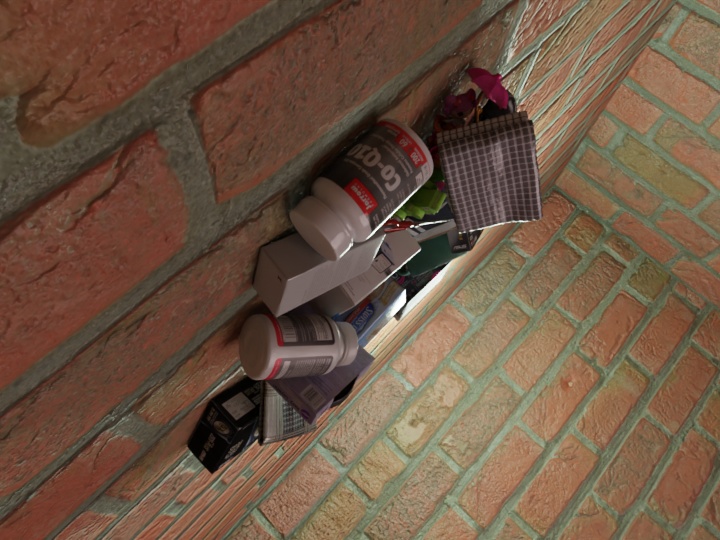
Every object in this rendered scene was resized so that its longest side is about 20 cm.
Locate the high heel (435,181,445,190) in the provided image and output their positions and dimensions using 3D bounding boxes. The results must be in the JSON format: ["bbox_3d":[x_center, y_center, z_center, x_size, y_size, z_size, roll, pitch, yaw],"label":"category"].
[{"bbox_3d":[0.172,-0.210,1.155,0.096,0.067,0.200,-44,174,23],"label":"high heel"}]

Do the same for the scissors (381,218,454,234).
[{"bbox_3d":[0.088,-0.083,1.041,0.199,0.014,0.073,-9,168,-39],"label":"scissors"}]

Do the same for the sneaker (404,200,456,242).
[{"bbox_3d":[0.101,-0.111,1.232,0.199,0.109,0.070,-19,-168,12],"label":"sneaker"}]

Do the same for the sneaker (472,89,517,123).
[{"bbox_3d":[0.275,-0.304,1.227,0.079,0.075,0.200,-39,163,-26],"label":"sneaker"}]

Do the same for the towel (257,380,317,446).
[{"bbox_3d":[-0.145,0.258,1.209,0.192,0.034,0.202,10,79,-58],"label":"towel"}]

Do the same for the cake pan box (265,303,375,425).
[{"bbox_3d":[-0.095,0.172,1.098,0.184,0.200,0.052,-39,163,-40],"label":"cake pan box"}]

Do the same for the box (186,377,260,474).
[{"bbox_3d":[-0.253,0.315,1.225,0.200,0.086,0.164,-27,155,-57],"label":"box"}]

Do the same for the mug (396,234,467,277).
[{"bbox_3d":[0.161,-0.059,1.415,0.184,0.115,0.152,-24,179,5],"label":"mug"}]

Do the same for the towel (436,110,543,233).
[{"bbox_3d":[0.230,-0.162,0.992,0.165,0.086,0.201,-14,129,11],"label":"towel"}]

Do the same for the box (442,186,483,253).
[{"bbox_3d":[0.239,-0.144,1.328,0.048,0.159,0.200,-9,-166,23],"label":"box"}]

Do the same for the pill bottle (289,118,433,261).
[{"bbox_3d":[0.001,-0.115,0.817,0.200,0.114,0.114,-45,165,-16],"label":"pill bottle"}]

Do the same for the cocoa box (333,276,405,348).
[{"bbox_3d":[-0.008,0.087,1.274,0.200,0.131,0.133,-47,166,-8],"label":"cocoa box"}]

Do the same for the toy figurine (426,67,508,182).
[{"bbox_3d":[0.187,-0.271,1.022,0.199,0.151,0.185,-18,142,-16],"label":"toy figurine"}]

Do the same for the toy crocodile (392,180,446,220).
[{"bbox_3d":[0.106,-0.128,1.075,0.068,0.062,0.200,-64,-158,-7],"label":"toy crocodile"}]

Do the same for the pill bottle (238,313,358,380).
[{"bbox_3d":[-0.105,0.133,1.006,0.199,0.111,0.111,4,131,-39],"label":"pill bottle"}]

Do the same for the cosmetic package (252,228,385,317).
[{"bbox_3d":[-0.065,-0.017,0.900,0.199,0.071,0.102,-27,156,-35],"label":"cosmetic package"}]

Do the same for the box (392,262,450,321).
[{"bbox_3d":[0.140,0.021,1.585,0.200,0.115,0.132,-40,165,-26],"label":"box"}]

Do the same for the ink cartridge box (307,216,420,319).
[{"bbox_3d":[0.000,0.000,1.092,0.200,0.086,0.146,-41,-176,-33],"label":"ink cartridge box"}]
